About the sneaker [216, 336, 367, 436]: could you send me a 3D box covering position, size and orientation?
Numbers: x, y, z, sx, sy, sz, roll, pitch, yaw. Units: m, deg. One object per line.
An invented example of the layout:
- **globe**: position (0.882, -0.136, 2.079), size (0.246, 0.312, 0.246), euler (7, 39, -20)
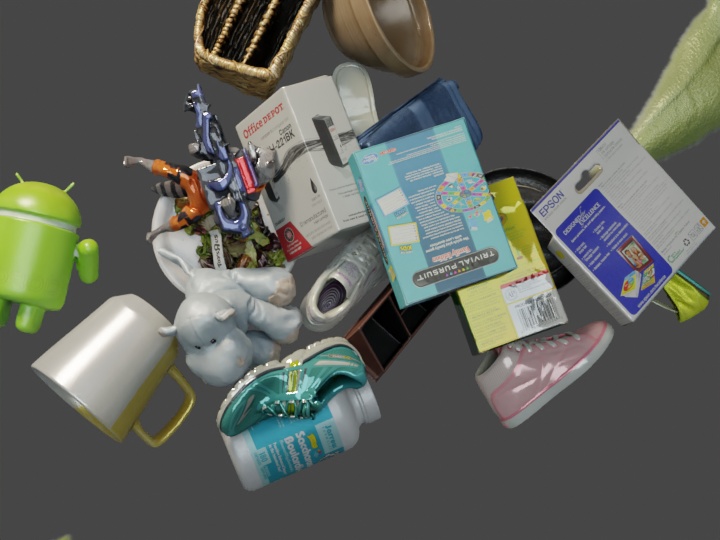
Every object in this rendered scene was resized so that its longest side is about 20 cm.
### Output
- **sneaker**: position (-0.085, 0.151, 1.616), size (0.200, 0.078, 0.080), euler (-27, 56, -12)

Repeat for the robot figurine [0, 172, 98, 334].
- **robot figurine**: position (-0.423, -0.022, 1.669), size (0.175, 0.116, 0.201), euler (11, 84, -1)

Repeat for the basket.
- **basket**: position (-0.137, -0.347, 1.715), size (0.142, 0.149, 0.200), euler (27, 84, -4)

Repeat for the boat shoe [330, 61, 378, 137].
- **boat shoe**: position (-0.008, -0.177, 1.759), size (0.075, 0.062, 0.201), euler (-11, 84, -6)

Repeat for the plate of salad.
- **plate of salad**: position (-0.177, -0.052, 1.736), size (0.199, 0.048, 0.201), euler (1, 85, -7)

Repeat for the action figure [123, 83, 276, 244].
- **action figure**: position (-0.199, -0.135, 1.671), size (0.193, 0.105, 0.201), euler (-9, 97, 12)

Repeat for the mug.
- **mug**: position (-0.307, 0.123, 1.679), size (0.149, 0.187, 0.153), euler (30, 71, 29)

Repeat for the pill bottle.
- **pill bottle**: position (-0.078, 0.199, 1.694), size (0.200, 0.111, 0.111), euler (-23, 88, -8)

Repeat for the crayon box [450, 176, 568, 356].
- **crayon box**: position (0.171, -0.005, 1.676), size (0.127, 0.051, 0.200), euler (-18, 85, -8)

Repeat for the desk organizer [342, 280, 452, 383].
- **desk organizer**: position (0.063, 0.044, 1.707), size (0.072, 0.077, 0.200), euler (42, 61, -2)

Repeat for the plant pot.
- **plant pot**: position (0.013, -0.343, 1.735), size (0.093, 0.201, 0.201), euler (-17, 87, 26)

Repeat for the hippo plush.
- **hippo plush**: position (-0.161, 0.056, 1.637), size (0.159, 0.161, 0.200), euler (-19, 102, 7)

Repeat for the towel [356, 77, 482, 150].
- **towel**: position (0.078, -0.168, 1.735), size (0.200, 0.048, 0.112), euler (-39, 106, -38)

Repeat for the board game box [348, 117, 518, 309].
- **board game box**: position (0.089, -0.071, 1.624), size (0.151, 0.047, 0.200), euler (-18, 85, -11)

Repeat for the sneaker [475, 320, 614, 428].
- **sneaker**: position (0.241, 0.111, 1.756), size (0.200, 0.075, 0.105), euler (-39, 96, -4)

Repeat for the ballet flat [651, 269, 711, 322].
- **ballet flat**: position (0.391, -0.005, 1.794), size (0.200, 0.067, 0.067), euler (42, 101, -3)

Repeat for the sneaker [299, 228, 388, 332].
- **sneaker**: position (0.000, 0.000, 1.726), size (0.075, 0.100, 0.200), euler (38, 81, 0)

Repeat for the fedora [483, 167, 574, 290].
- **fedora**: position (0.220, -0.055, 1.759), size (0.200, 0.092, 0.201), euler (1, 85, -7)

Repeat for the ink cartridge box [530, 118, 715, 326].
- **ink cartridge box**: position (0.342, -0.063, 1.729), size (0.200, 0.047, 0.198), euler (46, 68, -1)

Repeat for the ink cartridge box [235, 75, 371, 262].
- **ink cartridge box**: position (-0.067, -0.131, 1.695), size (0.084, 0.144, 0.200), euler (-17, 84, -34)
